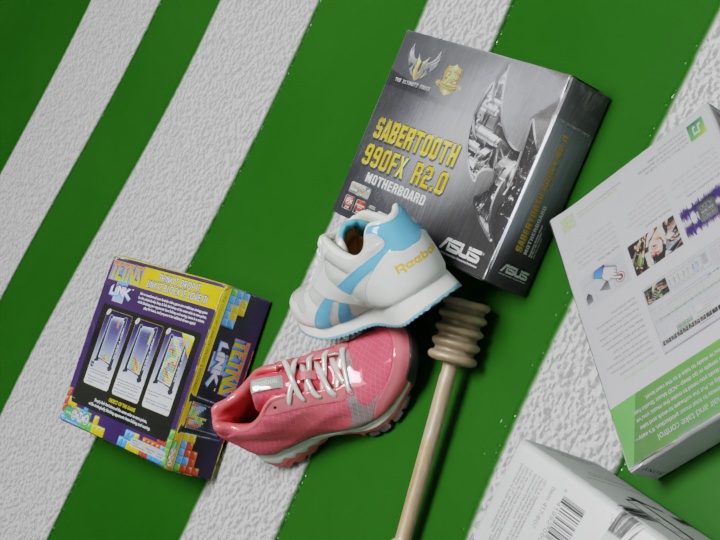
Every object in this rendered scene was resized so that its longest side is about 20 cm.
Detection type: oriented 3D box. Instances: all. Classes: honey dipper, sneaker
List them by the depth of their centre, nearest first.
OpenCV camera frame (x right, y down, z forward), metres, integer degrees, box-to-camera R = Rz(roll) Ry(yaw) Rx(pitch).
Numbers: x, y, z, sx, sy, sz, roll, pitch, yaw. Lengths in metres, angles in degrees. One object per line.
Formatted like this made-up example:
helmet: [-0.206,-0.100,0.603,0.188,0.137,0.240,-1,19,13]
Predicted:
honey dipper: [0.052,0.119,1.105,0.038,0.038,0.201,14,89,51]
sneaker: [0.000,0.000,1.144,0.081,0.076,0.200,59,151,-7]
sneaker: [-0.038,0.097,1.174,0.200,0.087,0.074,-33,52,36]

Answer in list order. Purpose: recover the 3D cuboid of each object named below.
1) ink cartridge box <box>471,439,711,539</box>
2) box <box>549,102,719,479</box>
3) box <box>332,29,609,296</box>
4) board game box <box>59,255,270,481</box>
ink cartridge box: [0.150,0.214,0.905,0.200,0.084,0.147,34,99,50]
box: [0.206,0.013,0.970,0.144,0.036,0.201,-38,47,33]
box: [0.078,-0.086,1.150,0.200,0.048,0.159,28,96,51]
board game box: [-0.180,0.083,1.370,0.199,0.057,0.166,14,82,51]
